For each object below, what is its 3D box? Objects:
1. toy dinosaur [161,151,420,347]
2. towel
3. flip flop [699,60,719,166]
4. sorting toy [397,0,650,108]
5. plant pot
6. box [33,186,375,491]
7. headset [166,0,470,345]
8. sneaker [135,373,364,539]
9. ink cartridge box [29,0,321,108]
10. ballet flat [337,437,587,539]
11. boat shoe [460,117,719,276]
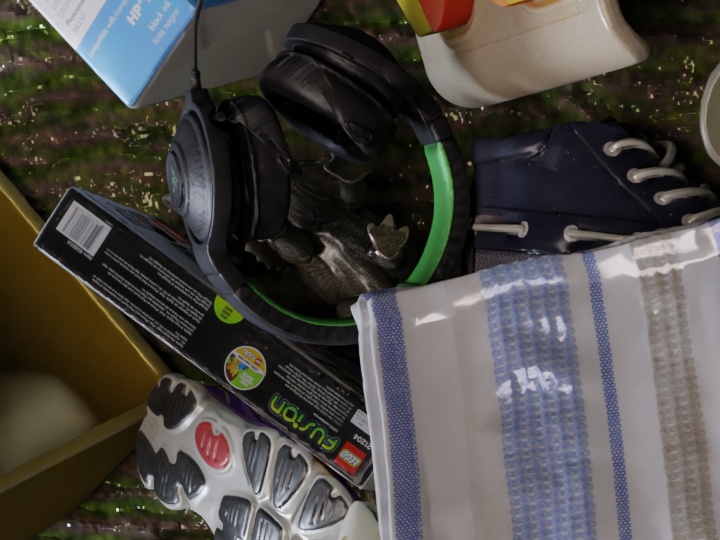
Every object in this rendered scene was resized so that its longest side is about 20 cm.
[{"bbox_3d":[0.000,0.000,1.195,0.200,0.102,0.077,39,85,10],"label":"toy dinosaur"},{"bbox_3d":[0.095,0.055,1.042,0.200,0.024,0.147,-13,66,17],"label":"towel"},{"bbox_3d":[0.226,-0.064,1.030,0.200,0.058,0.081,7,108,33],"label":"flip flop"},{"bbox_3d":[0.040,-0.169,1.090,0.185,0.036,0.200,-9,102,68],"label":"sorting toy"},{"bbox_3d":[-0.251,0.082,1.332,0.194,0.195,0.200,49,134,13],"label":"plant pot"},{"bbox_3d":[-0.051,0.035,1.213,0.200,0.110,0.035,35,94,20],"label":"box"},{"bbox_3d":[-0.030,-0.062,1.096,0.200,0.123,0.094,56,165,-8],"label":"headset"},{"bbox_3d":[-0.030,0.100,1.215,0.200,0.083,0.081,40,121,51],"label":"sneaker"},{"bbox_3d":[-0.122,-0.175,1.203,0.200,0.116,0.067,47,124,14],"label":"ink cartridge box"},{"bbox_3d":[0.032,0.114,1.095,0.200,0.067,0.067,-39,65,8],"label":"ballet flat"},{"bbox_3d":[0.131,-0.022,1.102,0.200,0.075,0.093,-3,88,26],"label":"boat shoe"}]
